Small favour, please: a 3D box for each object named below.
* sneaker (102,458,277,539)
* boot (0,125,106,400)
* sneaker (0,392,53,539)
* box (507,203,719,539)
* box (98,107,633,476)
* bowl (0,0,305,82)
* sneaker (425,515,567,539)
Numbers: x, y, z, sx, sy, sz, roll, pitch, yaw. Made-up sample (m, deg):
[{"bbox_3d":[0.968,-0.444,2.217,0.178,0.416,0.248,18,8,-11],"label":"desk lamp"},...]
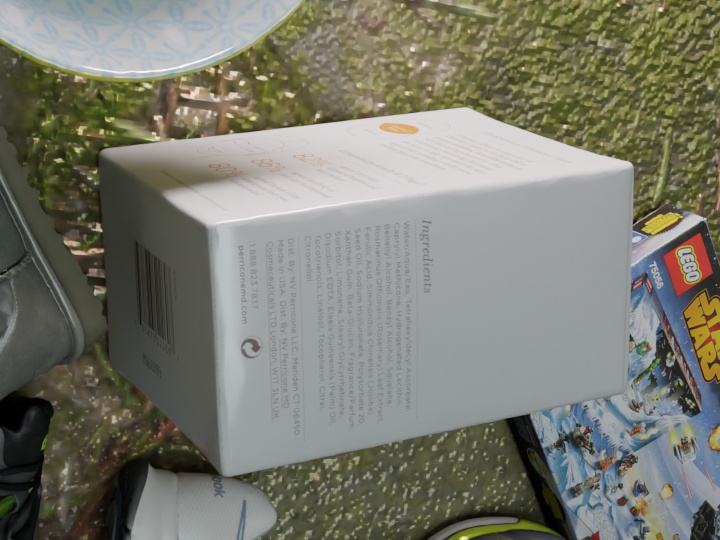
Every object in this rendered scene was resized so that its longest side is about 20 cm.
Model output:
[{"bbox_3d":[-0.085,0.192,0.776,0.086,0.075,0.202,4,104,-18],"label":"sneaker"},{"bbox_3d":[-0.207,0.018,0.612,0.200,0.072,0.183,-40,98,-37],"label":"boot"},{"bbox_3d":[-0.166,0.097,0.715,0.082,0.071,0.201,-26,112,-11],"label":"sneaker"},{"bbox_3d":[0.155,0.084,0.892,0.136,0.040,0.202,-30,116,-15],"label":"box"},{"bbox_3d":[0.000,0.000,0.724,0.198,0.152,0.108,-8,108,-24],"label":"box"},{"bbox_3d":[-0.103,-0.183,0.644,0.198,0.108,0.203,-8,108,-24],"label":"bowl"},{"bbox_3d":[0.035,0.190,0.838,0.198,0.081,0.075,-18,114,-20],"label":"sneaker"}]
